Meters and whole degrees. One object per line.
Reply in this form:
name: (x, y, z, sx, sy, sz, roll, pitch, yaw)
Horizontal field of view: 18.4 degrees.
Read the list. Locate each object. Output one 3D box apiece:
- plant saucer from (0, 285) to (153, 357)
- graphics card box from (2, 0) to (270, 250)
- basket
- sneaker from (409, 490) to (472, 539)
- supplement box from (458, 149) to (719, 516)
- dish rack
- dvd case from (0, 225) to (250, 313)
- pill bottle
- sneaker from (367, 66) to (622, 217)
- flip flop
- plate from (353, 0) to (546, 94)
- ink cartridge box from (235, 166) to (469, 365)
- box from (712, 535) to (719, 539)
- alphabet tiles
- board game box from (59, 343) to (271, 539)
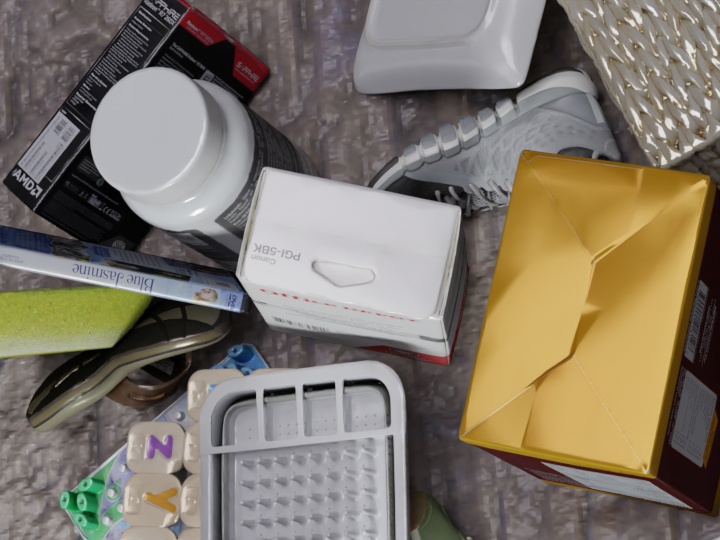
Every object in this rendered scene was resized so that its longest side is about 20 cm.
plant saucer: (-0.284, 0.044, 1.687, 0.199, 0.199, 0.048, -6, 89, 34)
graphics card box: (-0.173, -0.113, 1.734, 0.051, 0.125, 0.201, 38, 93, 33)
basket: (0.235, -0.159, 1.581, 0.123, 0.135, 0.201, -31, 67, 16)
sneaker: (0.094, 0.241, 1.576, 0.089, 0.067, 0.202, -18, 62, -2)
supplement box: (0.178, 0.046, 1.510, 0.132, 0.200, 0.199, 9, 80, 24)
dish rack: (-0.035, 0.173, 1.598, 0.170, 0.043, 0.202, -8, 74, 26)
dvd case: (-0.185, -0.003, 1.658, 0.198, 0.143, 0.018, 11, 95, -10)
pill bottle: (-0.114, -0.075, 1.661, 0.112, 0.200, 0.114, -6, 74, 20)
sneaker: (0.103, -0.056, 1.640, 0.199, 0.075, 0.116, -30, 69, 11)
flip flop: (-0.174, 0.080, 1.721, 0.199, 0.081, 0.058, -31, 109, 23)
plate: (0.072, -0.233, 1.671, 0.199, 0.032, 0.202, 4, 75, 53)
ink cartridge box: (0.000, 0.000, 1.578, 0.145, 0.200, 0.084, 12, 80, 6)
box: (0.247, 0.288, 1.492, 0.143, 0.036, 0.201, -26, 66, -3)
alphabet tiles: (-0.089, 0.173, 1.659, 0.194, 0.015, 0.202, -2, 75, 21)
board game box: (-0.110, 0.188, 1.686, 0.200, 0.026, 0.201, -40, 66, 8)
